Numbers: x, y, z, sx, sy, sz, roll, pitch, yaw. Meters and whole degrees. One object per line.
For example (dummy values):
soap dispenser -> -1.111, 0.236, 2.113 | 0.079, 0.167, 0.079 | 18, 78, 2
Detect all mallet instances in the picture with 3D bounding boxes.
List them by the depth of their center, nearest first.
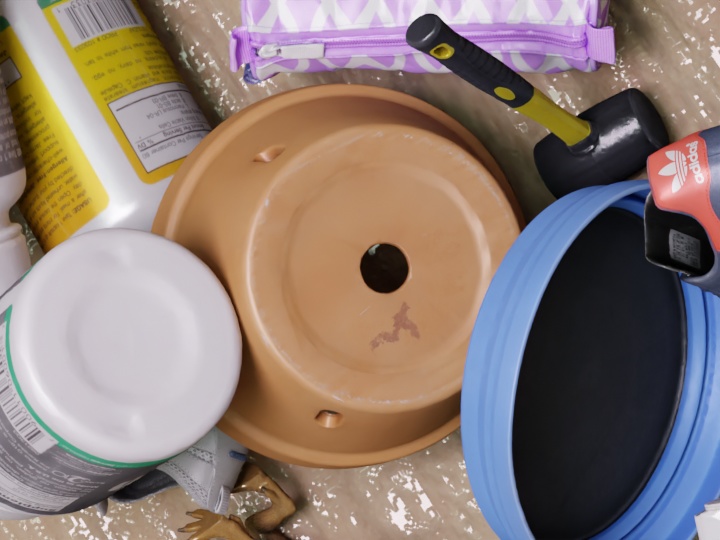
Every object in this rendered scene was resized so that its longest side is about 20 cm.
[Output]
mallet -> 0.090, -0.088, 1.253 | 0.066, 0.200, 0.041 | -26, 61, 16

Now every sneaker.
sneaker -> 0.180, -0.010, 1.222 | 0.084, 0.200, 0.075 | -11, 57, 11
sneaker -> -0.148, 0.091, 1.401 | 0.200, 0.075, 0.082 | 1, 74, 35

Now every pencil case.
pencil case -> 0.031, -0.137, 1.310 | 0.200, 0.086, 0.084 | -3, 122, 11

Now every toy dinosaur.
toy dinosaur -> -0.044, 0.159, 1.402 | 0.200, 0.060, 0.106 | -13, 124, 19

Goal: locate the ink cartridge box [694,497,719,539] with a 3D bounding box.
ink cartridge box -> 0.260, 0.195, 1.256 | 0.147, 0.083, 0.200 | -12, 89, 22

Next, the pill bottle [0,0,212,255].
pill bottle -> -0.135, -0.060, 1.386 | 0.113, 0.113, 0.200 | -35, 80, 20

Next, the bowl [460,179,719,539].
bowl -> 0.121, 0.054, 1.249 | 0.039, 0.200, 0.201 | 11, 98, 42

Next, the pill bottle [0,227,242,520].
pill bottle -> -0.144, 0.058, 1.262 | 0.200, 0.113, 0.113 | -33, 78, 61

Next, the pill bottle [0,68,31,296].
pill bottle -> -0.235, -0.077, 1.315 | 0.114, 0.114, 0.200 | -10, 98, 22

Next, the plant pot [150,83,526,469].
plant pot -> 0.000, 0.000, 1.275 | 0.200, 0.140, 0.200 | 1, 87, -11
